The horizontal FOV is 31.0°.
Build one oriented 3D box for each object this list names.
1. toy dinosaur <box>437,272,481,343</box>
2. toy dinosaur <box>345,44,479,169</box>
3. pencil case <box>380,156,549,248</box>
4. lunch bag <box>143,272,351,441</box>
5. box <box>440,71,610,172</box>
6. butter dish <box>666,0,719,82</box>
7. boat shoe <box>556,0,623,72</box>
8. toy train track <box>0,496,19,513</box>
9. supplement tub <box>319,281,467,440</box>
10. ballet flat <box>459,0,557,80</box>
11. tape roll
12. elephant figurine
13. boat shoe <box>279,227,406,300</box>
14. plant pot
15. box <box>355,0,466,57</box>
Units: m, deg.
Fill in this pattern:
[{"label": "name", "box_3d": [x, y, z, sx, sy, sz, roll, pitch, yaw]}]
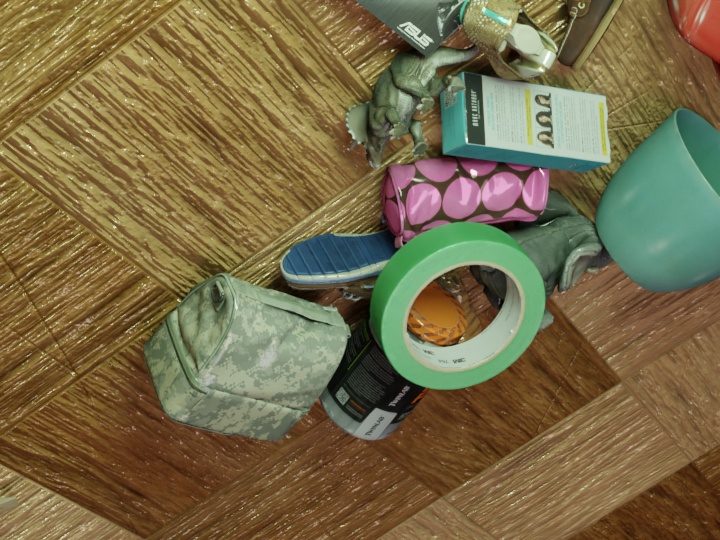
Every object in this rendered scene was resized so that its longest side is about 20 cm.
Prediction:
[{"label": "toy dinosaur", "box_3d": [0.137, 0.083, 1.700, 0.106, 0.061, 0.200, -30, 139, 4]}, {"label": "toy dinosaur", "box_3d": [0.048, -0.188, 1.360, 0.077, 0.102, 0.200, 12, 118, -43]}, {"label": "pencil case", "box_3d": [0.123, -0.087, 1.495, 0.199, 0.094, 0.091, -10, 174, -13]}, {"label": "lunch bag", "box_3d": [-0.128, 0.094, 1.526, 0.200, 0.140, 0.168, 21, 122, -40]}, {"label": "box", "box_3d": [0.185, -0.162, 1.445, 0.199, 0.083, 0.049, 5, 167, -29]}, {"label": "butter dish", "box_3d": [0.376, -0.311, 1.342, 0.147, 0.200, 0.200, 21, 126, -11]}, {"label": "boat shoe", "box_3d": [0.248, -0.299, 1.359, 0.070, 0.070, 0.200, 27, 134, 0]}, {"label": "toy train track", "box_3d": [-0.496, 0.330, 1.680, 0.114, 0.033, 0.200, -20, 145, -16]}, {"label": "supplement tub", "box_3d": [0.041, 0.110, 1.627, 0.122, 0.123, 0.200, 11, 132, -33]}, {"label": "ballet flat", "box_3d": [0.165, -0.231, 1.338, 0.200, 0.065, 0.071, 11, 108, -62]}, {"label": "tape roll", "box_3d": [0.112, 0.043, 1.494, 0.200, 0.048, 0.201, -9, 122, -14]}, {"label": "elephant figurine", "box_3d": [0.242, -0.027, 1.607, 0.200, 0.155, 0.142, -35, 95, -4]}, {"label": "boat shoe", "box_3d": [0.000, 0.000, 1.540, 0.199, 0.072, 0.073, -9, 138, -17]}, {"label": "plant pot", "box_3d": [0.383, -0.068, 1.566, 0.200, 0.201, 0.161, 23, 129, -40]}, {"label": "box", "box_3d": [0.054, -0.318, 1.255, 0.158, 0.048, 0.200, -41, 136, 19]}]
